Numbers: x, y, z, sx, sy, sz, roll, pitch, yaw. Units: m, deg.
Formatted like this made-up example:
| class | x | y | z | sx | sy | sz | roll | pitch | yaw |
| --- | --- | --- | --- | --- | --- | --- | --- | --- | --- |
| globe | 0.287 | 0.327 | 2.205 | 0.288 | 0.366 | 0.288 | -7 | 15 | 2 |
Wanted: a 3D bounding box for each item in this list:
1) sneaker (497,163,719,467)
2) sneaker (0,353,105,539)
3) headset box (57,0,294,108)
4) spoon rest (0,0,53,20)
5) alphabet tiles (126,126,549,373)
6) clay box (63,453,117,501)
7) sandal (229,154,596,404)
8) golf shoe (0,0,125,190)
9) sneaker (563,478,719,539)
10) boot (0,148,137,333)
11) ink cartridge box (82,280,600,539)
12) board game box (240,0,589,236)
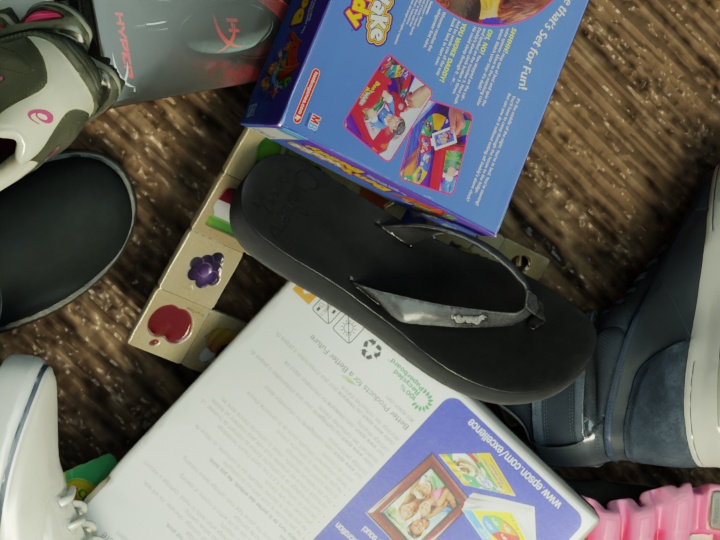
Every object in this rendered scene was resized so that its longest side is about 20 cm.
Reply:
| class | x | y | z | sx | sy | sz | roll | pitch | yaw |
| --- | --- | --- | --- | --- | --- | --- | --- | --- | --- |
| sneaker | 0.140 | 0.022 | 1.265 | 0.203 | 0.146 | 0.077 | -72 | 146 | -42 |
| sneaker | -0.151 | 0.140 | 1.135 | 0.071 | 0.073 | 0.201 | 5 | 100 | 5 |
| headset box | -0.054 | -0.171 | 1.191 | 0.200 | 0.075 | 0.149 | -11 | 99 | -20 |
| spoon rest | -0.173 | -0.173 | 1.135 | 0.061 | 0.099 | 0.200 | -27 | 90 | -5 |
| alphabet tiles | 0.000 | 0.000 | 1.224 | 0.200 | 0.008 | 0.167 | 25 | 101 | -32 |
| clay box | -0.202 | 0.177 | 1.199 | 0.200 | 0.048 | 0.115 | -21 | 98 | -14 |
| sandal | 0.030 | 0.005 | 1.160 | 0.200 | 0.043 | 0.076 | 26 | 52 | -13 |
| golf shoe | -0.204 | -0.059 | 1.095 | 0.077 | 0.200 | 0.088 | 51 | 38 | -20 |
| sneaker | 0.109 | 0.140 | 1.258 | 0.199 | 0.095 | 0.079 | 8 | 92 | -13 |
| boot | -0.184 | 0.008 | 1.128 | 0.200 | 0.168 | 0.077 | -27 | 101 | -12 |
| ink cartridge box | -0.018 | 0.128 | 1.185 | 0.198 | 0.047 | 0.200 | 44 | 92 | 0 |
| board game box | 0.041 | -0.135 | 1.167 | 0.134 | 0.045 | 0.200 | 27 | 81 | -27 |
